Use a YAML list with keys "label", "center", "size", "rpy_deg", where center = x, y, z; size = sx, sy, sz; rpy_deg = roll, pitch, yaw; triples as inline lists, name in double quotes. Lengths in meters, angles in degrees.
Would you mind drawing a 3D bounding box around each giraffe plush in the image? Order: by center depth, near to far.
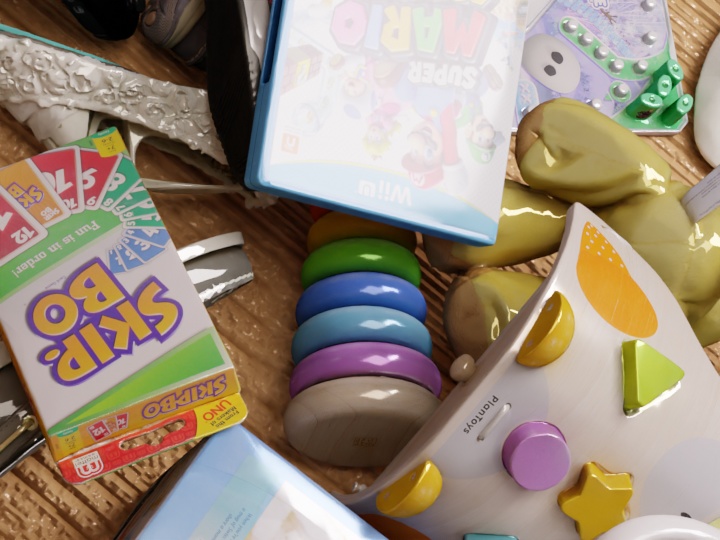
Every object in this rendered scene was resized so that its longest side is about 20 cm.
- label: "giraffe plush"
  center: [0.152, 0.000, 1.519]
  size: [0.200, 0.162, 0.173]
  rpy_deg: [-21, 72, 15]

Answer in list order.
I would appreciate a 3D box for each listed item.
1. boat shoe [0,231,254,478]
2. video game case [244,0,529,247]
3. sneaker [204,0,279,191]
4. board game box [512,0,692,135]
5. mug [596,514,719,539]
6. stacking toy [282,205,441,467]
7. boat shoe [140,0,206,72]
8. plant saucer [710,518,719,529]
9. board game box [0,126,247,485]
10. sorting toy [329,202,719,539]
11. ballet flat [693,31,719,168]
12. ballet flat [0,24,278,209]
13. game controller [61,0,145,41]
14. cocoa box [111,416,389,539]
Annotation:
- label: "boat shoe"
  center: [-0.135, 0.047, 1.435]
  size: [0.202, 0.072, 0.060]
  rpy_deg: [-30, 83, -21]
- label: "video game case"
  center: [0.021, -0.124, 1.442]
  size: [0.143, 0.018, 0.200]
  rpy_deg: [14, 79, -29]
- label: "sneaker"
  center: [-0.020, -0.138, 1.476]
  size: [0.121, 0.084, 0.200]
  rpy_deg: [-2, 75, -19]
- label: "board game box"
  center: [0.087, -0.175, 1.625]
  size: [0.200, 0.026, 0.200]
  rpy_deg: [-1, 70, -20]
- label: "mug"
  center: [0.121, 0.210, 1.334]
  size: [0.175, 0.148, 0.200]
  rpy_deg: [29, 90, -18]
- label: "stacking toy"
  center: [0.000, 0.000, 1.505]
  size: [0.085, 0.085, 0.200]
  rpy_deg: [8, 61, -17]
- label: "boat shoe"
  center: [-0.039, -0.184, 1.562]
  size: [0.073, 0.074, 0.200]
  rpy_deg: [43, 73, -15]
- label: "plant saucer"
  center: [0.213, 0.167, 1.510]
  size: [0.200, 0.048, 0.200]
  rpy_deg: [3, 55, -19]
- label: "board game box"
  center: [-0.132, 0.015, 1.390]
  size: [0.096, 0.030, 0.200]
  rpy_deg: [-21, 51, -9]
- label: "sorting toy"
  center: [0.116, 0.104, 1.394]
  size: [0.180, 0.107, 0.200]
  rpy_deg: [37, 99, -12]
- label: "ballet flat"
  center: [0.256, -0.144, 1.653]
  size: [0.069, 0.069, 0.200]
  rpy_deg: [36, 63, -4]
- label: "ballet flat"
  center: [-0.124, -0.078, 1.488]
  size: [0.200, 0.072, 0.072]
  rpy_deg: [15, 66, -14]
- label: "game controller"
  center: [-0.157, -0.204, 1.468]
  size: [0.042, 0.200, 0.104]
  rpy_deg: [2, 66, 21]
- label: "cocoa box"
  center: [-0.084, 0.197, 1.361]
  size: [0.133, 0.131, 0.200]
  rpy_deg: [38, 62, -4]
